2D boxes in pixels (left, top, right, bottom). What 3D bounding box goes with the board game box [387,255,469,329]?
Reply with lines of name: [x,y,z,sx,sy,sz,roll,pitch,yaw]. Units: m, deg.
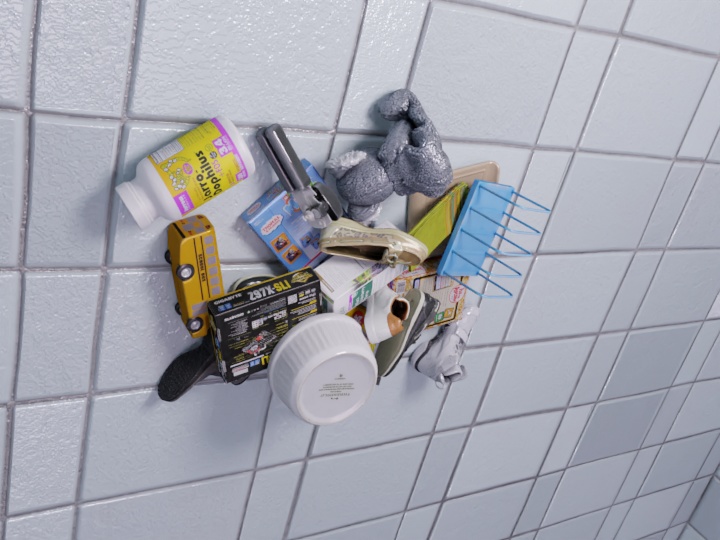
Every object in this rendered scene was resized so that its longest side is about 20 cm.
board game box: [0.135,0.053,1.644,0.198,0.046,0.153,-12,125,-28]

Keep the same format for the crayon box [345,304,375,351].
crayon box: [-0.037,0.162,1.527,0.126,0.050,0.203,22,77,-38]

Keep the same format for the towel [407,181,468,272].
towel: [0.149,-0.084,1.486,0.200,0.018,0.087,-43,138,-34]

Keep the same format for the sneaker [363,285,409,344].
sneaker: [0.056,0.068,1.491,0.084,0.201,0.073,-18,119,12]

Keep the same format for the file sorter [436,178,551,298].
file sorter: [0.267,-0.057,1.540,0.138,0.122,0.202,2,116,-48]

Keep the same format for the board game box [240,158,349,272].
board game box: [-0.100,-0.079,1.396,0.151,0.037,0.200,-42,135,-5]

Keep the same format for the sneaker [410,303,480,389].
sneaker: [0.212,0.172,1.731,0.200,0.115,0.075,-44,135,-2]

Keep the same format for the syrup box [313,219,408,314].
syrup box: [0.000,0.000,1.457,0.199,0.081,0.079,-36,154,-24]

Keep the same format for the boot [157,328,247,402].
boot: [-0.266,0.186,1.439,0.200,0.070,0.132,-42,139,2]

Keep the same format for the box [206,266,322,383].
box: [-0.162,0.096,1.371,0.198,0.049,0.161,-19,132,-21]

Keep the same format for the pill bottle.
pill bottle: [-0.267,-0.145,1.188,0.199,0.104,0.105,-34,133,-12]

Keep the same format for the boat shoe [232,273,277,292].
boat shoe: [-0.144,0.064,1.440,0.198,0.066,0.075,27,103,-43]

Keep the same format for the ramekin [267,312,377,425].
ramekin: [-0.060,0.185,1.396,0.200,0.094,0.205,-15,125,-22]

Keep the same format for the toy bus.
toy bus: [-0.277,0.013,1.314,0.078,0.065,0.202,-20,128,-25]

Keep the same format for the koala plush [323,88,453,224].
koala plush: [0.043,-0.177,1.354,0.198,0.185,0.178,-25,134,-2]

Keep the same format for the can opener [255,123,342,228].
can opener: [-0.103,-0.156,1.301,0.201,0.052,0.067,57,48,-25]

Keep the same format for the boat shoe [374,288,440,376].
boat shoe: [0.093,0.136,1.588,0.067,0.072,0.202,21,105,-35]

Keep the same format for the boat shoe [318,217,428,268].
boat shoe: [0.022,-0.037,1.384,0.197,0.063,0.074,13,146,-5]

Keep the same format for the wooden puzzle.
wooden puzzle: [0.182,-0.122,1.573,0.198,0.037,0.187,-14,126,-22]

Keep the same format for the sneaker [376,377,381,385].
sneaker: [-0.040,0.206,1.613,0.198,0.060,0.106,-10,120,-34]
